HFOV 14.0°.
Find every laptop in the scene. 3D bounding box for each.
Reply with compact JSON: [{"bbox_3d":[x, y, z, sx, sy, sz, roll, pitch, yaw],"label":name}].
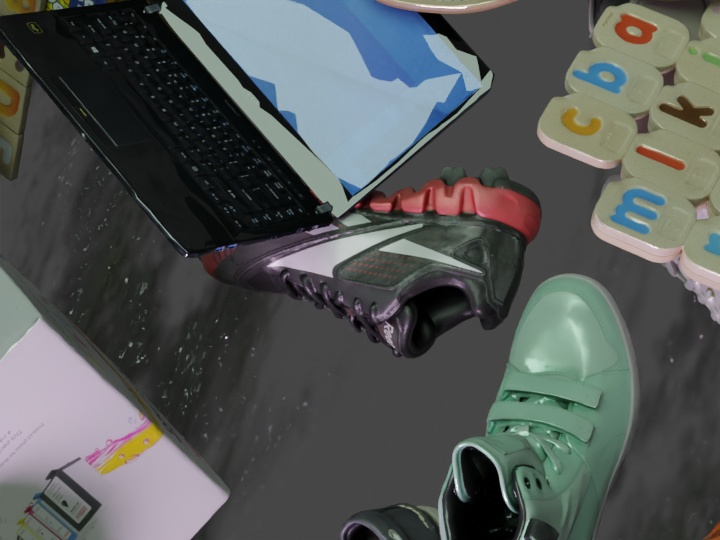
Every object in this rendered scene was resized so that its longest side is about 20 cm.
[{"bbox_3d":[-0.061,-0.115,1.570,0.177,0.200,0.103,49,123,20],"label":"laptop"}]

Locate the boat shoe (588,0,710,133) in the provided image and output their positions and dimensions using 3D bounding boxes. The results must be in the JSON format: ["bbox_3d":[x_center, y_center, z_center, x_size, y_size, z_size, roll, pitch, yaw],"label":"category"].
[{"bbox_3d":[0.159,-0.148,1.630,0.066,0.057,0.201,8,73,-15],"label":"boat shoe"}]

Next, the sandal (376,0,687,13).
[{"bbox_3d":[0.097,-0.187,1.570,0.210,0.070,0.078,2,63,9],"label":"sandal"}]

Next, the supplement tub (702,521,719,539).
[{"bbox_3d":[0.158,0.232,1.439,0.122,0.123,0.200,33,84,27],"label":"supplement tub"}]

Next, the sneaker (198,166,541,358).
[{"bbox_3d":[0.000,0.000,1.613,0.199,0.071,0.099,-2,67,18],"label":"sneaker"}]

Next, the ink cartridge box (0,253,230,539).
[{"bbox_3d":[-0.199,0.087,1.566,0.145,0.200,0.147,-44,47,-3],"label":"ink cartridge box"}]

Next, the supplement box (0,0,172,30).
[{"bbox_3d":[-0.181,-0.202,1.712,0.200,0.109,0.109,33,39,28],"label":"supplement box"}]

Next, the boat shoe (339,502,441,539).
[{"bbox_3d":[0.029,0.217,1.511,0.072,0.063,0.201,-26,66,33],"label":"boat shoe"}]

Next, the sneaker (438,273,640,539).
[{"bbox_3d":[0.092,0.082,1.523,0.073,0.118,0.202,1,69,22],"label":"sneaker"}]

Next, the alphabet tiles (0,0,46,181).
[{"bbox_3d":[-0.250,-0.148,1.719,0.167,0.008,0.201,35,129,27],"label":"alphabet tiles"}]

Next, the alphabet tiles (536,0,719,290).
[{"bbox_3d":[0.199,-0.068,1.534,0.195,0.015,0.200,23,50,11],"label":"alphabet tiles"}]

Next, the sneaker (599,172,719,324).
[{"bbox_3d":[0.201,0.014,1.534,0.199,0.073,0.085,26,78,25],"label":"sneaker"}]
